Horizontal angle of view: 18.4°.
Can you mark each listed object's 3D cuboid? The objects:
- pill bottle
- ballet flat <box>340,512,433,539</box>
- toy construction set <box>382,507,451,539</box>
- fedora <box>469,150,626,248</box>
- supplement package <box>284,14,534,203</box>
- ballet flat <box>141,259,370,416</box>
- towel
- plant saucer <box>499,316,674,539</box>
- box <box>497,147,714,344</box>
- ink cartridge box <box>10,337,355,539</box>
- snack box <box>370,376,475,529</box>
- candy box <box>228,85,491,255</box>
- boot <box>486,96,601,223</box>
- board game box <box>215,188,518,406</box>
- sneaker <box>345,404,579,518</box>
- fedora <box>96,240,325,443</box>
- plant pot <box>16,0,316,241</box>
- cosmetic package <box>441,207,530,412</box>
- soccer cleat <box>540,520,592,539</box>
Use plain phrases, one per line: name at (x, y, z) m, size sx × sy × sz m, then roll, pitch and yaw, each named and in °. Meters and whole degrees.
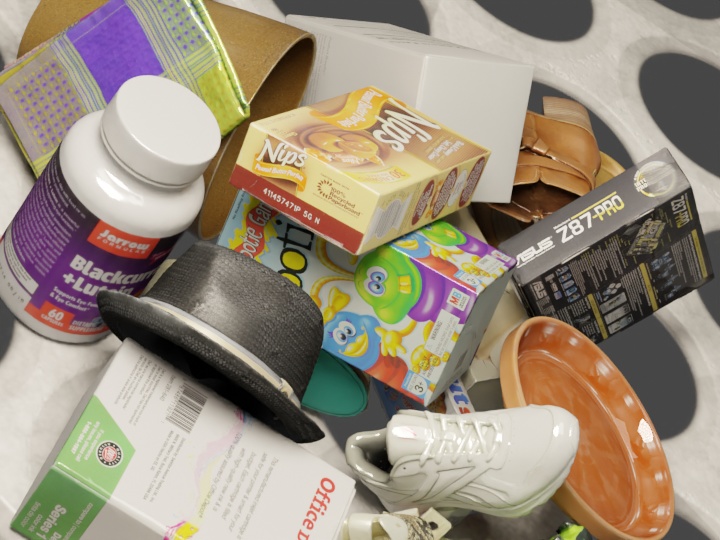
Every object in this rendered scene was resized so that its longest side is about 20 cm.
pill bottle at (-0.182, -0.047, 1.623) m, size 0.111 × 0.200 × 0.111 m, roll 21°, pitch 43°, yaw -20°
ballet flat at (0.002, 0.215, 1.531) m, size 0.075 × 0.068 × 0.200 m, roll 67°, pitch 29°, yaw -29°
toy construction set at (0.052, 0.261, 1.609) m, size 0.131 × 0.092 × 0.200 m, roll 8°, pitch 35°, yaw 1°
fedora at (0.194, -0.054, 2.016) m, size 0.201 × 0.082 × 0.201 m, roll 21°, pitch 42°, yaw -20°
supplement package at (0.031, -0.136, 1.865) m, size 0.120 × 0.121 × 0.200 m, roll 1°, pitch 14°, yaw -37°
ballet flat at (-0.075, 0.046, 1.729) m, size 0.200 × 0.067 × 0.062 m, roll 28°, pitch 30°, yaw -13°
towel at (-0.184, -0.130, 1.689) m, size 0.023 × 0.200 × 0.144 m, roll -15°, pitch 78°, yaw -61°
plant saucer at (0.175, 0.130, 1.754) m, size 0.200 × 0.032 × 0.200 m, roll 39°, pitch 33°, yaw -31°
box at (0.207, -0.006, 1.851) m, size 0.049 × 0.161 × 0.200 m, roll 62°, pitch 3°, yaw 26°
ink cartridge box at (-0.121, 0.163, 1.562) m, size 0.200 × 0.084 × 0.145 m, roll 33°, pitch 39°, yaw -7°
snack box at (0.050, 0.102, 1.762) m, size 0.024 × 0.072 × 0.200 m, roll 7°, pitch 49°, yaw -40°
candy box at (0.003, -0.078, 1.664) m, size 0.115 × 0.055 × 0.200 m, roll 31°, pitch 23°, yaw 18°
boot at (0.109, -0.098, 1.934) m, size 0.200 × 0.074 × 0.155 m, roll -2°, pitch 34°, yaw 6°
board game box at (0.000, 0.000, 1.697) m, size 0.200 × 0.103 × 0.105 m, roll 28°, pitch 22°, yaw 12°
sneaker at (0.068, 0.136, 1.639) m, size 0.099 × 0.200 × 0.078 m, roll 32°, pitch 51°, yaw -37°
fedora at (-0.092, 0.042, 1.611) m, size 0.201 × 0.201 × 0.092 m, roll 33°, pitch 76°, yaw -8°
plant pot at (-0.166, -0.149, 1.774) m, size 0.200 × 0.186 × 0.186 m, roll 28°, pitch 38°, yaw 7°
cosmetic package at (0.069, 0.028, 1.850) m, size 0.104 × 0.073 × 0.200 m, roll -5°, pitch 55°, yaw -42°
soccer cleat at (0.159, 0.234, 1.668) m, size 0.081 × 0.068 × 0.200 m, roll 56°, pitch 5°, yaw 9°
